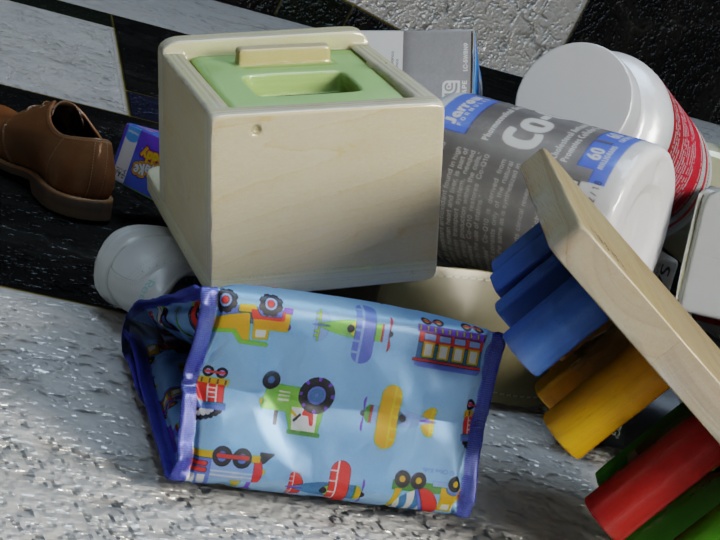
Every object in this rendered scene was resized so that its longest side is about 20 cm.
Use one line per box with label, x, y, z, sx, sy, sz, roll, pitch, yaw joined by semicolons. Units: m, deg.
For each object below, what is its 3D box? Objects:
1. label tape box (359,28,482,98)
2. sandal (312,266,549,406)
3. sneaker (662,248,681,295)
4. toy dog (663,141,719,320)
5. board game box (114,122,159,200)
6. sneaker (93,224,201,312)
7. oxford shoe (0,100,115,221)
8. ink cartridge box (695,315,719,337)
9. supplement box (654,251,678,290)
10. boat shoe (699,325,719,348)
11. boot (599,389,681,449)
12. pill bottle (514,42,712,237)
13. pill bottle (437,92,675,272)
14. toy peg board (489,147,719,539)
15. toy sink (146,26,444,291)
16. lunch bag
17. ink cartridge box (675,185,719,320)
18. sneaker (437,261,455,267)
label tape box;-0.010;-0.134;1.130;0.199;0.064;0.144;0;-6;6
sandal;0.036;0.030;0.936;0.211;0.078;0.070;17;-5;-30
sneaker;0.300;-0.015;1.423;0.199;0.076;0.114;12;20;5
toy dog;0.314;-0.019;1.258;0.193;0.140;0.200;-3;-27;18
board game box;-0.074;-0.054;1.152;0.134;0.045;0.200;27;10;38
sneaker;-0.056;0.011;0.917;0.199;0.075;0.088;-5;21;-33
oxford shoe;-0.239;-0.101;1.147;0.071;0.071;0.200;2;18;-41
ink cartridge box;0.326;0.065;1.110;0.160;0.047;0.200;16;5;34
supplement box;0.137;-0.010;1.214;0.199;0.074;0.126;12;13;-15
boat shoe;0.292;0.087;1.036;0.199;0.062;0.073;20;12;11
boot;0.222;0.080;0.947;0.168;0.077;0.200;16;20;14
pill bottle;0.185;-0.095;1.106;0.112;0.113;0.200;24;-2;28
pill bottle;0.092;-0.052;0.979;0.200;0.114;0.114;19;13;28
toy peg board;0.125;0.060;0.735;0.199;0.098;0.200;47;11;-9
toy sink;-0.047;-0.076;0.875;0.130;0.112;0.200;-5;23;-16
lunch bag;-0.037;0.050;0.777;0.150;0.094;0.200;10;4;-18
ink cartridge box;0.297;-0.004;1.026;0.145;0.088;0.200;13;5;13
sneaker;0.000;0.000;1.052;0.199;0.075;0.088;-2;31;-32
